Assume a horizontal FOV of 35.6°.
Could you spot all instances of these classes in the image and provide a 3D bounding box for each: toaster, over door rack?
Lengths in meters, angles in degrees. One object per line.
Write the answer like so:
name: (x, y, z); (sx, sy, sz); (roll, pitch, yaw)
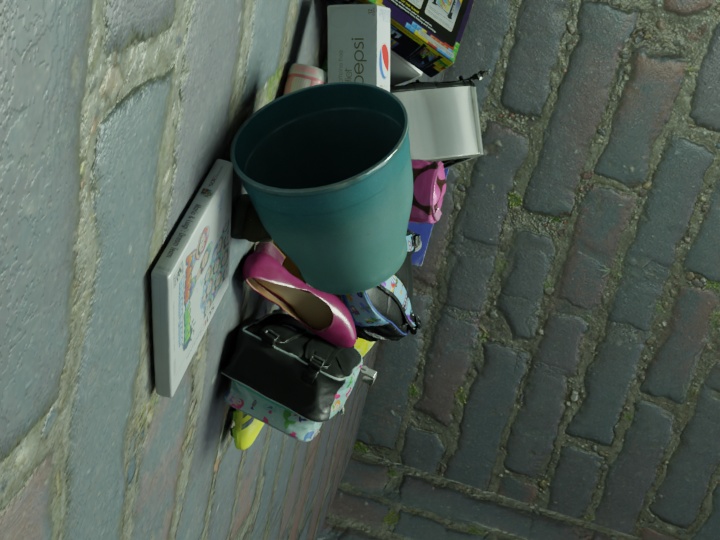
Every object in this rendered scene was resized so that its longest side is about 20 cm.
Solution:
toaster: (0.069, -0.206, 1.617); (0.200, 0.181, 0.119); (168, -88, -67)
over door rack: (-0.023, 0.064, 1.776); (0.148, 0.200, 0.067); (-61, -168, -28)

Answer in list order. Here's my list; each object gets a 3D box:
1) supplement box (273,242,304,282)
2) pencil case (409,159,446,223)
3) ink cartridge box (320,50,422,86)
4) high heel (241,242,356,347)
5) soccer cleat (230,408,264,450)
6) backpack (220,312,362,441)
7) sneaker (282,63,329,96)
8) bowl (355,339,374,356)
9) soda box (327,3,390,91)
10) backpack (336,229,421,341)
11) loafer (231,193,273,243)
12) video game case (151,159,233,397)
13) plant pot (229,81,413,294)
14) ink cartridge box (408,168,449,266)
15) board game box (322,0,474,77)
supplement box: (-0.089, -0.066, 1.620); (0.069, 0.067, 0.200); (7, 100, -84)
pencil case: (0.014, -0.103, 1.499); (0.091, 0.200, 0.094); (81, 10, -56)
ink cartridge box: (0.042, -0.366, 1.617); (0.145, 0.084, 0.200); (-10, -125, 51)
high heel: (-0.084, 0.052, 1.512); (0.067, 0.200, 0.096); (-41, -164, 26)
soccer cleat: (-0.140, 0.181, 1.711); (0.065, 0.084, 0.200); (87, 21, -72)
backpack: (-0.093, 0.143, 1.603); (0.151, 0.177, 0.200); (-66, 173, 18)
sneaker: (-0.062, -0.189, 1.483); (0.200, 0.075, 0.105); (47, 54, -74)
bowl: (-0.065, 0.075, 1.884); (0.108, 0.200, 0.200); (47, 46, -30)
soda box: (-0.002, -0.234, 1.422); (0.064, 0.068, 0.200); (-26, 118, -71)
backpack: (0.000, 0.000, 1.630); (0.200, 0.134, 0.183); (38, 50, -63)
loafer: (-0.110, -0.063, 1.424); (0.200, 0.070, 0.075); (-46, 152, -76)
video game case: (-0.180, 0.010, 1.212); (0.200, 0.024, 0.182); (99, 9, -47)
plant pot: (-0.029, -0.082, 1.282); (0.200, 0.200, 0.188); (-68, 153, -42)
ink cartridge box: (0.035, -0.123, 1.934); (0.041, 0.200, 0.200); (-35, 140, -80)
board game box: (0.055, -0.383, 1.500); (0.057, 0.200, 0.165); (-26, -142, 53)
